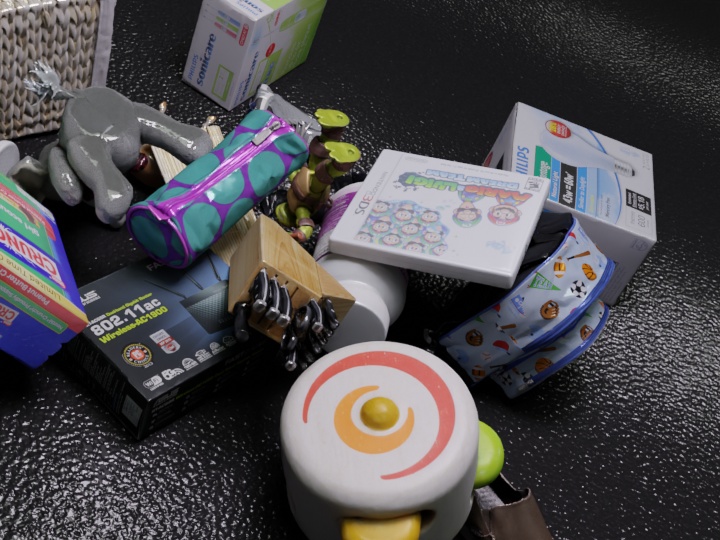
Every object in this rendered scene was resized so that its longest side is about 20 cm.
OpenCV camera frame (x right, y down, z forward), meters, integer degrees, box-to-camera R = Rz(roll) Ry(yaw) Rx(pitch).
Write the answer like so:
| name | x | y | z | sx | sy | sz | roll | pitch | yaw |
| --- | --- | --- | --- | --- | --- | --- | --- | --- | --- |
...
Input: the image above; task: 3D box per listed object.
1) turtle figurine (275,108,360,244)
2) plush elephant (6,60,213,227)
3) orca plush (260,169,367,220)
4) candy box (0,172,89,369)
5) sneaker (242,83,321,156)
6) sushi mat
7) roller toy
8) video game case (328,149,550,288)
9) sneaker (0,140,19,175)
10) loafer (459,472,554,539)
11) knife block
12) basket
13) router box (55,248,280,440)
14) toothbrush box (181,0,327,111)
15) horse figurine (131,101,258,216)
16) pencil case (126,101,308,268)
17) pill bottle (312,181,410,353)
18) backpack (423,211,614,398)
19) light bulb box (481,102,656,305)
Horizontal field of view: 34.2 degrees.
| name | x | y | z | sx | sy | sz | roll | pitch | yaw |
| --- | --- | --- | --- | --- | --- | --- | --- | --- | --- |
| turtle figurine | -0.056 | -0.090 | 1.312 | 0.064 | 0.161 | 0.200 | 18 | 44 | -21 |
| plush elephant | -0.292 | -0.113 | 1.264 | 0.200 | 0.155 | 0.165 | 37 | 50 | 4 |
| orca plush | -0.021 | -0.105 | 1.435 | 0.199 | 0.071 | 0.105 | 11 | 41 | -14 |
| candy box | -0.351 | -0.027 | 1.080 | 0.169 | 0.077 | 0.200 | 44 | 9 | -40 |
| sneaker | -0.088 | -0.173 | 1.450 | 0.115 | 0.075 | 0.200 | 26 | 20 | -10 |
| sushi mat | -0.169 | -0.079 | 1.333 | 0.095 | 0.012 | 0.201 | -13 | 70 | -33 |
| roller toy | 0.016 | 0.166 | 1.072 | 0.182 | 0.140 | 0.200 | 32 | 57 | 26 |
| video game case | 0.089 | -0.061 | 1.264 | 0.199 | 0.024 | 0.182 | 12 | 41 | 16 |
| sneaker | -0.450 | -0.078 | 1.209 | 0.099 | 0.071 | 0.200 | 17 | 45 | 15 |
| loafer | 0.143 | 0.249 | 1.128 | 0.073 | 0.071 | 0.200 | -23 | 59 | -41 |
| knife block | -0.093 | 0.015 | 1.129 | 0.200 | 0.064 | 0.175 | 44 | 14 | 28 |
| basket | -0.403 | -0.283 | 1.352 | 0.160 | 0.200 | 0.198 | -22 | 57 | -34 |
| router box | -0.192 | 0.061 | 1.176 | 0.150 | 0.062 | 0.200 | 40 | 42 | 20 |
| toothbrush box | -0.135 | -0.325 | 1.562 | 0.086 | 0.146 | 0.200 | 34 | 40 | 12 |
| horse figurine | -0.215 | -0.135 | 1.382 | 0.199 | 0.050 | 0.133 | 16 | 53 | -22 |
| pencil case | -0.146 | -0.088 | 1.211 | 0.085 | 0.092 | 0.200 | 39 | 58 | 9 |
| pill bottle | 0.000 | 0.000 | 1.299 | 0.112 | 0.112 | 0.200 | 19 | 40 | -6 |
| backpack | 0.188 | 0.035 | 1.293 | 0.154 | 0.191 | 0.200 | 40 | 40 | -6 |
| light bulb box | 0.262 | -0.088 | 1.514 | 0.199 | 0.125 | 0.199 | 20 | 40 | -6 |
